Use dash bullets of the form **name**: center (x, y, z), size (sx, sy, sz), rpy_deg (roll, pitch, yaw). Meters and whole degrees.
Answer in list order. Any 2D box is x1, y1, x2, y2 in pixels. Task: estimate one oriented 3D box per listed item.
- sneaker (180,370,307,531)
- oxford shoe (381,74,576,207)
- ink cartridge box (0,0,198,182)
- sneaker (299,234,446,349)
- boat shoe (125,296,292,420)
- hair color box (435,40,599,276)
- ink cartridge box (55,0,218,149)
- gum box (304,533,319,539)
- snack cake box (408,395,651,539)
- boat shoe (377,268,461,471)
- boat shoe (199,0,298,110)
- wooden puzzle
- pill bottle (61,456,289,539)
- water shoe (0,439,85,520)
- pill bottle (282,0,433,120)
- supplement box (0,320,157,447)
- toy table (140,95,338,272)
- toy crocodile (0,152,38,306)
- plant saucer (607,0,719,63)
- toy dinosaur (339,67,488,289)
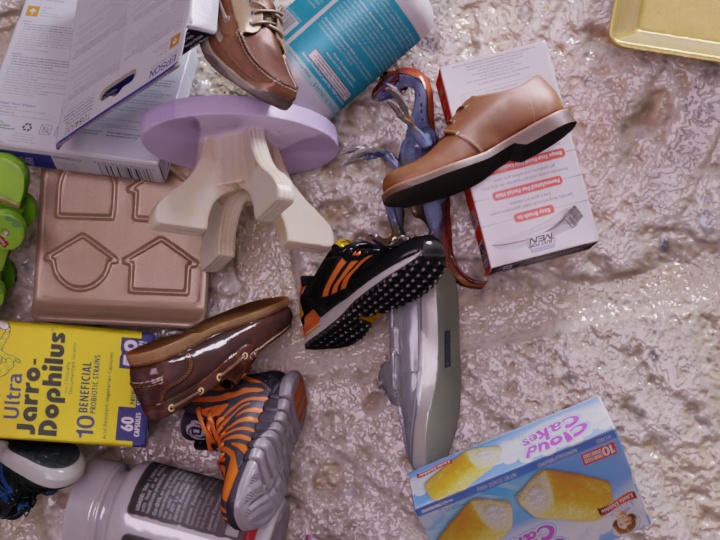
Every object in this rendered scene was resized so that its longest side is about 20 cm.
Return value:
- **sneaker**: center (-0.124, 0.170, 1.226), size (0.110, 0.201, 0.079), rpy_deg (-1, 120, 14)
- **oxford shoe**: center (0.098, -0.119, 1.194), size (0.198, 0.071, 0.072), rpy_deg (-27, 79, -14)
- **ink cartridge box**: center (-0.271, -0.193, 1.320), size (0.193, 0.043, 0.202), rpy_deg (8, 62, 8)
- **sneaker**: center (0.000, 0.000, 1.224), size (0.200, 0.069, 0.091), rpy_deg (-39, 59, 44)
- **boat shoe**: center (-0.139, 0.081, 1.236), size (0.070, 0.199, 0.071), rpy_deg (-9, 101, 47)
- **hair color box**: center (0.150, -0.108, 1.255), size (0.109, 0.064, 0.203), rpy_deg (-13, 82, -1)
- **ink cartridge box**: center (-0.209, -0.227, 1.225), size (0.198, 0.040, 0.203), rpy_deg (-23, 54, 39)
- **gum box**: center (0.002, 0.345, 1.215), size (0.198, 0.066, 0.115), rpy_deg (29, 89, -6)
- **snack cake box**: center (0.157, 0.214, 1.206), size (0.198, 0.067, 0.116), rpy_deg (-23, 111, 5)
- **boat shoe**: center (0.054, 0.097, 1.259), size (0.071, 0.070, 0.204), rpy_deg (2, 90, 31)
- **boat shoe**: center (-0.107, -0.223, 1.191), size (0.072, 0.075, 0.201), rpy_deg (-51, 49, 18)
- **wooden puzzle**: center (-0.237, -0.042, 1.316), size (0.182, 0.046, 0.203), rpy_deg (2, 81, 7)
- **pill bottle**: center (-0.177, 0.250, 1.246), size (0.197, 0.114, 0.116), rpy_deg (14, 87, 8)
- **water shoe**: center (-0.324, 0.204, 1.256), size (0.071, 0.199, 0.080), rpy_deg (-1, 93, -37)
- **pill bottle**: center (-0.004, -0.243, 1.266), size (0.199, 0.111, 0.111), rpy_deg (-40, 82, 3)
- **supplement box**: center (-0.300, 0.107, 1.250), size (0.197, 0.109, 0.111), rpy_deg (5, 86, -10)
- **toy table**: center (-0.109, -0.084, 1.222), size (0.197, 0.184, 0.119), rpy_deg (2, 69, -18)
- **toy crocodile**: center (-0.370, -0.021, 1.293), size (0.061, 0.068, 0.202), rpy_deg (20, 115, -10)
- **plant saucer**: center (0.352, -0.296, 1.255), size (0.197, 0.048, 0.203), rpy_deg (11, 87, 8)
- **toy dinosaur**: center (0.052, -0.104, 1.283), size (0.104, 0.199, 0.184), rpy_deg (-7, 57, 44)
